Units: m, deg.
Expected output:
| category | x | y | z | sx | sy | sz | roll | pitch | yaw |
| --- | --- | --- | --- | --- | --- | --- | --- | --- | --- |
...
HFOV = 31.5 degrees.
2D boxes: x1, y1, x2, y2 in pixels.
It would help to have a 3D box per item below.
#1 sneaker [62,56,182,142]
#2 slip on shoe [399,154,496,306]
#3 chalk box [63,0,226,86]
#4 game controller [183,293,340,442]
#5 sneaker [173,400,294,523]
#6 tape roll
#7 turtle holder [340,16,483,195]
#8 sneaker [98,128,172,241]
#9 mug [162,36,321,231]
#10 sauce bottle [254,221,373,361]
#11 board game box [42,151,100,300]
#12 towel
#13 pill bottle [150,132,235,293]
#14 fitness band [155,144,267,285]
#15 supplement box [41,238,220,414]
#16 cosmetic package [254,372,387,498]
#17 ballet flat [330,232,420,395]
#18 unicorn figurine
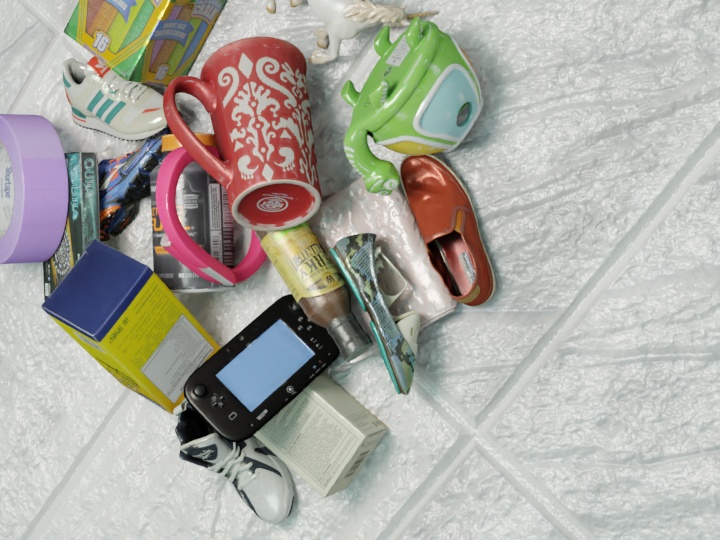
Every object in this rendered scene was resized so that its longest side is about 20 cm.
| category | x | y | z | sx | sy | sz | roll | pitch | yaw |
| --- | --- | --- | --- | --- | --- | --- | --- | --- | --- |
| sneaker | -0.319 | -0.230 | 1.657 | 0.199 | 0.070 | 0.094 | 15 | 135 | 38 |
| slip on shoe | 0.099 | -0.051 | 1.503 | 0.074 | 0.061 | 0.201 | -27 | 79 | 26 |
| chalk box | -0.260 | -0.352 | 1.626 | 0.124 | 0.124 | 0.201 | 36 | 107 | 19 |
| game controller | -0.115 | 0.116 | 1.532 | 0.104 | 0.042 | 0.200 | 39 | 64 | 18 |
| sneaker | -0.171 | 0.239 | 1.608 | 0.079 | 0.129 | 0.200 | -31 | 79 | 25 |
| tape roll | -0.466 | -0.110 | 1.725 | 0.199 | 0.065 | 0.202 | 4 | 95 | 53 |
| turtle holder | 0.061 | -0.187 | 1.460 | 0.141 | 0.131 | 0.187 | -22 | 40 | 55 |
| sneaker | -0.314 | -0.127 | 1.694 | 0.200 | 0.075 | 0.079 | -42 | 72 | 20 |
| mug | -0.135 | -0.154 | 1.523 | 0.176 | 0.134 | 0.201 | -12 | 61 | 0 |
| sauce bottle | -0.053 | 0.016 | 1.544 | 0.065 | 0.065 | 0.201 | -39 | 77 | 22 |
| board game box | -0.388 | -0.056 | 1.703 | 0.135 | 0.028 | 0.202 | 4 | 97 | 52 |
| towel | 0.000 | 0.000 | 1.570 | 0.190 | 0.032 | 0.201 | -31 | 80 | 23 |
| pill bottle | -0.215 | -0.074 | 1.628 | 0.105 | 0.106 | 0.202 | -2 | 91 | 26 |
| fitness band | -0.179 | -0.066 | 1.563 | 0.037 | 0.200 | 0.145 | -3 | 60 | 36 |
| supplement box | -0.283 | 0.073 | 1.594 | 0.109 | 0.200 | 0.109 | 23 | 69 | 36 |
| cosmetic package | -0.077 | 0.177 | 1.592 | 0.200 | 0.073 | 0.104 | 40 | 108 | 19 |
| ballet flat | 0.033 | 0.046 | 1.508 | 0.074 | 0.074 | 0.201 | -26 | 87 | 24 |
| unicorn figurine | -0.031 | -0.314 | 1.530 | 0.199 | 0.074 | 0.137 | 36 | 143 | -16 |
